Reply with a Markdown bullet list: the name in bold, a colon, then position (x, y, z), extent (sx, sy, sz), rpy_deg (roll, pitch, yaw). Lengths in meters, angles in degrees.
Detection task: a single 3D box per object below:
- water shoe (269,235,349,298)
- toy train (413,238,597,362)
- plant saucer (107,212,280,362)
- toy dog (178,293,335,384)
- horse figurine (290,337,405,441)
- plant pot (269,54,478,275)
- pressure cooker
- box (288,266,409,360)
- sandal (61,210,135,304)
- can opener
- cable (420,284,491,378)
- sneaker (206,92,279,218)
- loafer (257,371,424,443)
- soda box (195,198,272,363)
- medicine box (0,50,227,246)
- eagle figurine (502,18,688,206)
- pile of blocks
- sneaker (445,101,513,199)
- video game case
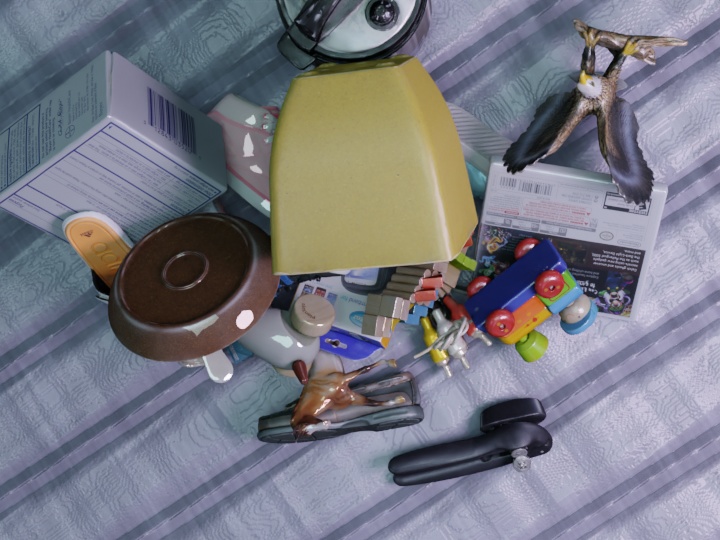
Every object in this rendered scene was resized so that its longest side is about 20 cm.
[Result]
- **water shoe**: position (-0.107, 0.003, 1.610), extent (0.199, 0.072, 0.079), rpy_deg (5, 106, 7)
- **toy train**: position (0.169, 0.066, 1.611), extent (0.200, 0.085, 0.116), rpy_deg (-39, 124, 10)
- **plant saucer**: position (-0.186, 0.008, 1.528), extent (0.199, 0.035, 0.201), rpy_deg (-10, 49, 12)
- **toy dog**: position (-0.125, 0.082, 1.562), extent (0.199, 0.097, 0.132), rpy_deg (-5, 132, 0)
- **horse figurine**: position (-0.025, 0.101, 1.647), extent (0.132, 0.050, 0.201), rpy_deg (-16, 56, 8)
- **plant pot**: position (0.008, -0.120, 1.491), extent (0.193, 0.196, 0.201), rpy_deg (-5, 102, 13)
- **pressure cooker**: position (-0.005, -0.309, 1.578), extent (0.178, 0.200, 0.177), rpy_deg (0, 90, 5)
- **box**: position (0.000, 0.000, 1.632), extent (0.119, 0.041, 0.201), rpy_deg (17, 74, 17)
- **sandal**: position (-0.280, 0.009, 1.627), extent (0.079, 0.207, 0.059), rpy_deg (-19, 53, 17)
- **can opener**: position (0.131, 0.217, 1.666), extent (0.199, 0.079, 0.064), rpy_deg (-21, 129, 9)
- **cable**: position (0.078, 0.025, 1.655), extent (0.097, 0.050, 0.200), rpy_deg (-40, 90, 21)
- **sneaker**: position (-0.106, -0.130, 1.653), extent (0.200, 0.075, 0.105), rpy_deg (40, 98, 12)
- **loafer**: position (-0.026, 0.164, 1.675), extent (0.199, 0.072, 0.063), rpy_deg (-7, 72, -1)
- **soda box**: position (-0.161, 0.007, 1.671), extent (0.063, 0.068, 0.201), rpy_deg (-27, 89, 4)
- **medicine box**: position (-0.284, -0.120, 1.586), extent (0.200, 0.182, 0.103), rpy_deg (-30, 49, 27)
- **eagle figurine**: position (0.254, -0.173, 1.556), extent (0.150, 0.151, 0.201), rpy_deg (20, 81, -36)
- **pile of blocks**: position (0.083, 0.013, 1.588), extent (0.200, 0.062, 0.082), rpy_deg (-51, 126, -27)
- **sneaker**: position (0.144, -0.114, 1.651), extent (0.200, 0.074, 0.082), rpy_deg (40, 136, -7)
- **video game case**: position (0.234, -0.035, 1.614), extent (0.199, 0.023, 0.183), rpy_deg (10, 124, 5)
